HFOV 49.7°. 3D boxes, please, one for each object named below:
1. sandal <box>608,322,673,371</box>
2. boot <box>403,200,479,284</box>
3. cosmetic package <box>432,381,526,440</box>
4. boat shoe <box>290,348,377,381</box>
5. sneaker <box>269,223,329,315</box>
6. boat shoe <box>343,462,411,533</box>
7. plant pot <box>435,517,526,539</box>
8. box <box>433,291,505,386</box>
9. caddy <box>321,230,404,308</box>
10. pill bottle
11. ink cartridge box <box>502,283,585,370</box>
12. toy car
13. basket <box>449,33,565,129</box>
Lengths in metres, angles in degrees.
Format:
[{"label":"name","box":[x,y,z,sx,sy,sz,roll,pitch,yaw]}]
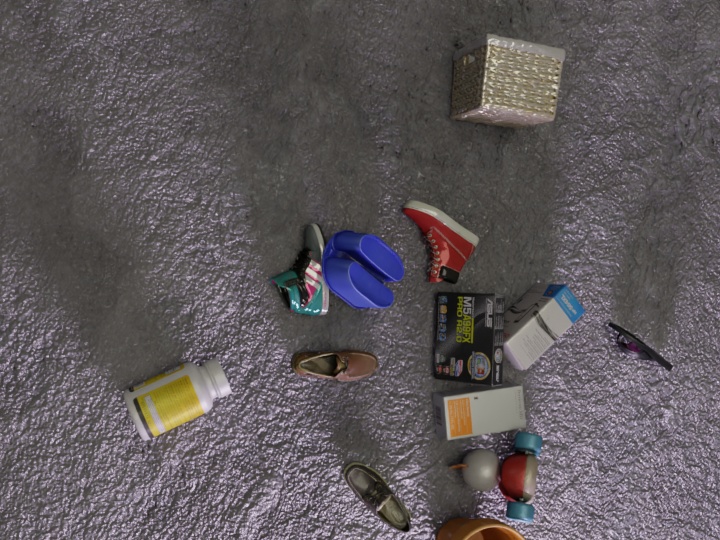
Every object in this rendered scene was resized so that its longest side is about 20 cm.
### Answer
[{"label":"sandal","box":[0.681,0.197,1.905,0.200,0.075,0.048,35,98,-12]},{"label":"boot","box":[0.160,-0.057,1.764,0.199,0.072,0.145,32,83,-16]},{"label":"cosmetic package","box":[0.273,0.322,1.787,0.198,0.071,0.102,-6,91,-16]},{"label":"boat shoe","box":[-0.050,0.211,1.699,0.198,0.068,0.073,-2,88,-17]},{"label":"sneaker","box":[-0.136,0.001,1.676,0.120,0.083,0.202,-4,91,-25]},{"label":"boat shoe","box":[0.045,0.503,1.723,0.200,0.065,0.073,43,80,-10]},{"label":"plant pot","box":[0.252,0.634,1.718,0.198,0.183,0.202,0,90,-16]},{"label":"box","box":[0.242,0.149,1.737,0.044,0.159,0.202,3,89,-47]},{"label":"caddy","box":[0.000,0.000,1.682,0.200,0.105,0.142,40,67,-39]},{"label":"pill bottle","box":[-0.370,0.254,1.587,0.199,0.111,0.112,-24,95,-14]},{"label":"ink cartridge box","box":[0.390,0.126,1.784,0.200,0.146,0.085,-40,101,-13]},{"label":"toy car","box":[0.303,0.461,1.773,0.198,0.177,0.186,7,72,13]},{"label":"basket","box":[0.326,-0.418,1.752,0.198,0.198,0.162,5,92,-16]}]
